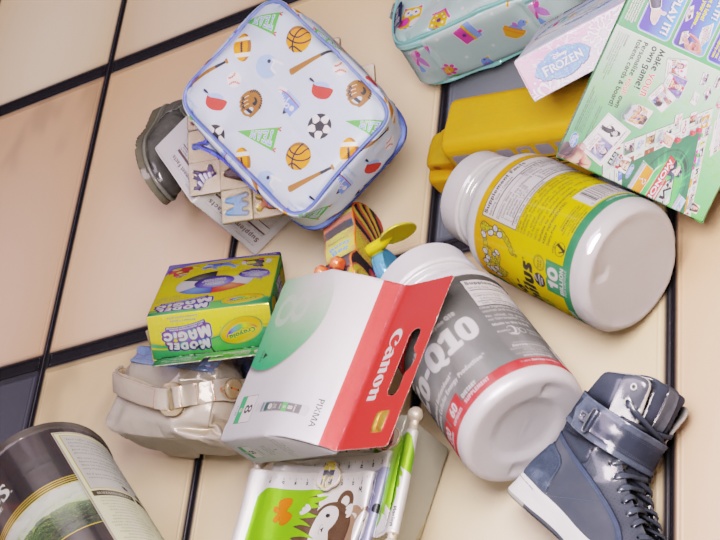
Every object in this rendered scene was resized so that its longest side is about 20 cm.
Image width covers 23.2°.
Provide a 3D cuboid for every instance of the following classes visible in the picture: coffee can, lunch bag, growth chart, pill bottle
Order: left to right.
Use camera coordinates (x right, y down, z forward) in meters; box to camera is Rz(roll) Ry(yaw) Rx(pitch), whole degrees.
[{"bbox_3d":[-0.259,0.254,1.607,0.147,0.146,0.200,-47,42,2],"label":"coffee can"},{"bbox_3d":[-0.067,-0.144,1.639,0.160,0.075,0.200,-48,67,7],"label":"lunch bag"},{"bbox_3d":[-0.034,0.197,1.447,0.199,0.018,0.146,-18,50,35],"label":"growth chart"},{"bbox_3d":[0.092,0.071,1.465,0.114,0.114,0.200,-43,43,6],"label":"pill bottle"},{"bbox_3d":[0.121,-0.278,1.714,0.199,0.077,0.162,-19,46,29],"label":"lunch bag"},{"bbox_3d":[0.160,-0.034,1.485,0.199,0.113,0.113,29,82,47],"label":"pill bottle"}]

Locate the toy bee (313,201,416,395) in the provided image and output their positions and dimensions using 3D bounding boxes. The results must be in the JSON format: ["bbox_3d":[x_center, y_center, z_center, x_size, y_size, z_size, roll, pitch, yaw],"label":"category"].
[{"bbox_3d":[0.000,0.000,1.601,0.131,0.109,0.200,-44,42,3],"label":"toy bee"}]

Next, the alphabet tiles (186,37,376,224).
[{"bbox_3d":[-0.076,-0.134,1.683,0.198,0.006,0.168,-8,74,19],"label":"alphabet tiles"}]

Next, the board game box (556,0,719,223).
[{"bbox_3d":[0.259,-0.156,1.413,0.029,0.134,0.201,-62,-4,-71],"label":"board game box"}]

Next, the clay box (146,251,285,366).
[{"bbox_3d":[-0.131,0.035,1.627,0.114,0.048,0.200,-7,15,2],"label":"clay box"}]

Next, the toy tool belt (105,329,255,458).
[{"bbox_3d":[-0.141,0.105,1.635,0.199,0.125,0.124,-1,68,39],"label":"toy tool belt"}]

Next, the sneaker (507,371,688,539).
[{"bbox_3d":[0.213,0.162,1.327,0.147,0.077,0.202,-51,41,2],"label":"sneaker"}]

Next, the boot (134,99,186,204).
[{"bbox_3d":[-0.139,-0.171,1.861,0.199,0.073,0.183,-24,35,18],"label":"boot"}]

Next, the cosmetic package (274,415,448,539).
[{"bbox_3d":[-0.010,0.223,1.475,0.103,0.073,0.202,2,62,41],"label":"cosmetic package"}]

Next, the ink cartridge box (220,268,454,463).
[{"bbox_3d":[-0.023,0.074,1.453,0.199,0.050,0.162,-16,46,55],"label":"ink cartridge box"}]

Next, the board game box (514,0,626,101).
[{"bbox_3d":[0.239,-0.227,1.520,0.199,0.044,0.199,-27,8,19],"label":"board game box"}]

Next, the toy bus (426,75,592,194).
[{"bbox_3d":[0.144,-0.120,1.585,0.199,0.078,0.066,-6,57,37],"label":"toy bus"}]

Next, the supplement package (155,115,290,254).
[{"bbox_3d":[-0.089,-0.139,1.769,0.200,0.114,0.110,-44,44,5],"label":"supplement package"}]
